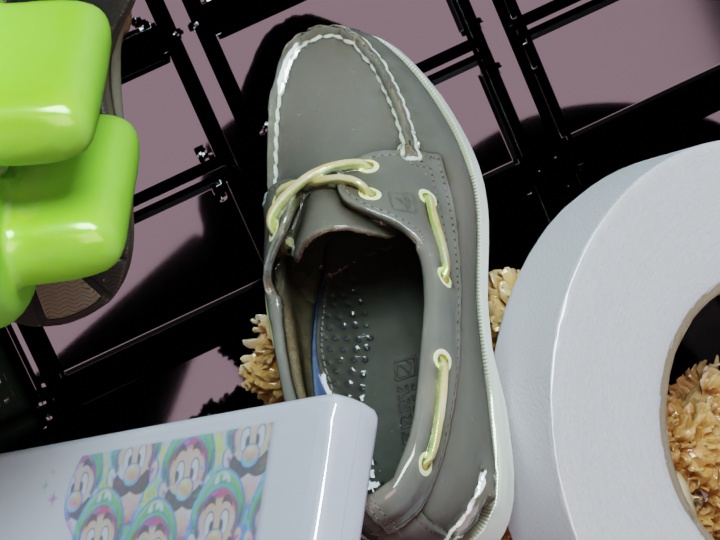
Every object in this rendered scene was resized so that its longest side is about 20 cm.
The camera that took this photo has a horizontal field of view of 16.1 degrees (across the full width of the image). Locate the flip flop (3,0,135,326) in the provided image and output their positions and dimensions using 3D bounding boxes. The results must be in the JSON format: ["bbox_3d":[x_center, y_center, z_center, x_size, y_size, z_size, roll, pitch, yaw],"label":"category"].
[{"bbox_3d":[-0.107,-0.078,0.852,0.081,0.058,0.200,-1,116,-2],"label":"flip flop"}]

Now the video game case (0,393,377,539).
[{"bbox_3d":[-0.082,0.138,0.792,0.024,0.200,0.182,26,63,-38],"label":"video game case"}]

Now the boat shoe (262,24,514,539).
[{"bbox_3d":[0.003,-0.001,0.828,0.072,0.060,0.202,-21,61,19],"label":"boat shoe"}]

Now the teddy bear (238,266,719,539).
[{"bbox_3d":[0.046,0.068,0.897,0.200,0.067,0.145,29,95,-14],"label":"teddy bear"}]

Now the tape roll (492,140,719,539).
[{"bbox_3d":[0.134,0.055,0.871,0.203,0.037,0.203,7,77,-33],"label":"tape roll"}]

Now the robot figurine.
[{"bbox_3d":[-0.172,-0.032,0.777,0.200,0.116,0.176,-7,128,6],"label":"robot figurine"}]
